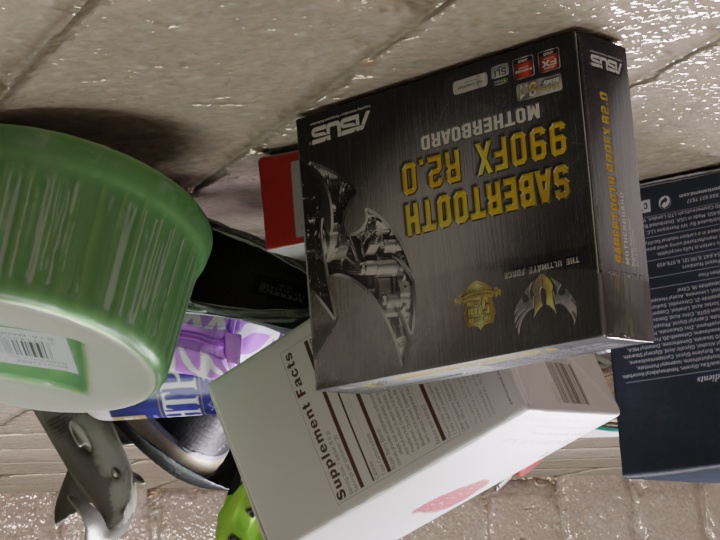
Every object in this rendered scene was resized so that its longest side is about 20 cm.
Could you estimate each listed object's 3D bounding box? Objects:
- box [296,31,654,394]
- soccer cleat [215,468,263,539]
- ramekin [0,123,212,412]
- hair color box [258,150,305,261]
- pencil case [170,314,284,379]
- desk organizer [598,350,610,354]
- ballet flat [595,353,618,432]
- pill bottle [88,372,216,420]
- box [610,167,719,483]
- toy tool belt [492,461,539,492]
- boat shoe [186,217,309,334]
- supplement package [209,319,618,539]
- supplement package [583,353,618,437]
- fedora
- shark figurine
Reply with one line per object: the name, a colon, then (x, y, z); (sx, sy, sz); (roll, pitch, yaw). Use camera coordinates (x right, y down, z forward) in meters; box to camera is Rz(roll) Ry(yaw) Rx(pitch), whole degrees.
box: (0.056, -0.025, 1.041); (0.200, 0.159, 0.048); (-13, 166, 41)
soccer cleat: (-0.049, 0.125, 1.434); (0.067, 0.200, 0.081); (30, -171, -21)
ramekin: (-0.191, 0.006, 1.119); (0.199, 0.098, 0.200); (8, 155, 4)
hair color box: (0.033, -0.035, 1.230); (0.111, 0.064, 0.200); (-11, 166, 26)
pencil case: (-0.150, 0.027, 1.333); (0.199, 0.084, 0.085); (5, -171, 25)
desk organizer: (0.193, 0.012, 1.491); (0.071, 0.077, 0.200); (-6, 169, 17)
ballet flat: (0.124, 0.082, 1.514); (0.199, 0.068, 0.068); (4, -173, 17)
pill bottle: (-0.160, 0.052, 1.459); (0.199, 0.120, 0.120); (-4, 169, 0)
box: (0.252, 0.043, 1.353); (0.107, 0.201, 0.148); (-12, 166, 34)
toy tool belt: (0.113, 0.098, 1.655); (0.125, 0.123, 0.200); (-41, 163, -11)
boat shoe: (-0.105, -0.008, 1.236); (0.199, 0.072, 0.071); (11, 166, 9)
supplement package: (0.031, 0.079, 1.189); (0.200, 0.120, 0.121); (-33, 158, 28)
supplement package: (0.224, 0.079, 1.734); (0.119, 0.122, 0.200); (-2, 168, -13)
fedora: (-0.137, 0.084, 1.583); (0.092, 0.201, 0.200); (-45, 155, 14)
shark figurine: (-0.212, 0.173, 1.490); (0.128, 0.215, 0.090); (31, 111, -35)
